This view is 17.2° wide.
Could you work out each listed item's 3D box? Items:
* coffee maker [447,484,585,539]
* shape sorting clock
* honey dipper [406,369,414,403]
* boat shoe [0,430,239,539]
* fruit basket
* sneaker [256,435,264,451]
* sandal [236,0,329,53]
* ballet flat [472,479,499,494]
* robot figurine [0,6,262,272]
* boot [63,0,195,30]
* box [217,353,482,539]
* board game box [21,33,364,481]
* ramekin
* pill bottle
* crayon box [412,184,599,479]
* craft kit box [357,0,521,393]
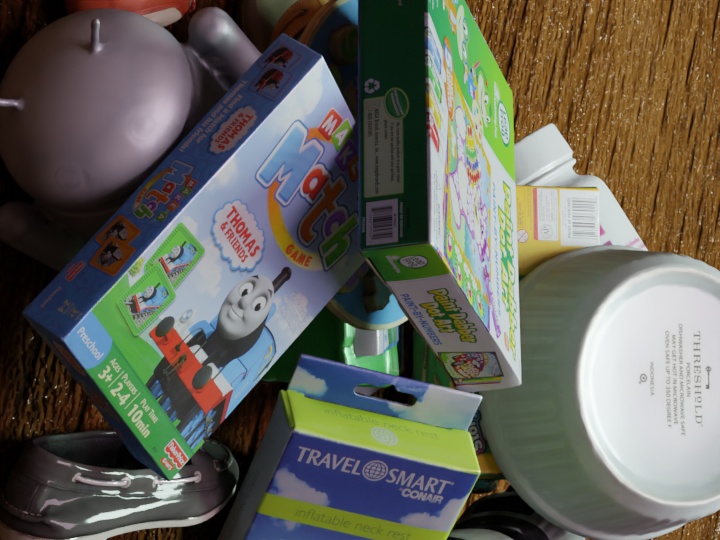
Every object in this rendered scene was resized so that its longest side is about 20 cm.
[{"bbox_3d":[0.075,0.251,1.573,0.200,0.135,0.192,-8,119,-68],"label":"coffee maker"},{"bbox_3d":[0.009,-0.065,1.409,0.200,0.039,0.200,15,73,-62],"label":"shape sorting clock"},{"bbox_3d":[0.043,0.074,1.691,0.038,0.038,0.200,14,84,-62],"label":"honey dipper"},{"bbox_3d":[-0.126,0.111,1.337,0.200,0.067,0.057,-13,121,-58],"label":"boat shoe"},{"bbox_3d":[0.000,0.000,1.540,0.200,0.094,0.186,-21,112,-63],"label":"fruit basket"},{"bbox_3d":[-0.029,0.185,1.534,0.200,0.070,0.109,43,61,-59],"label":"sneaker"},{"bbox_3d":[-0.033,-0.124,1.440,0.080,0.054,0.200,26,49,-26],"label":"sandal"},{"bbox_3d":[0.094,0.097,1.713,0.200,0.072,0.072,-67,149,-55],"label":"ballet flat"},{"bbox_3d":[-0.121,-0.066,1.281,0.170,0.113,0.200,-46,146,-1],"label":"robot figurine"},{"bbox_3d":[-0.106,-0.195,1.346,0.200,0.075,0.107,-33,125,-47],"label":"boot"},{"bbox_3d":[-0.015,0.152,1.398,0.048,0.122,0.200,-106,-146,-55],"label":"box"},{"bbox_3d":[-0.072,-0.005,1.256,0.200,0.037,0.151,-49,145,-15],"label":"board game box"},{"bbox_3d":[0.186,0.078,1.563,0.202,0.094,0.203,3,83,-23],"label":"ramekin"},{"bbox_3d":[0.152,0.002,1.724,0.200,0.113,0.113,58,33,2],"label":"pill bottle"},{"bbox_3d":[0.099,0.042,1.613,0.119,0.058,0.200,2,84,-23],"label":"crayon box"},{"bbox_3d":[0.046,-0.059,1.346,0.198,0.048,0.200,58,28,-61],"label":"craft kit box"}]
